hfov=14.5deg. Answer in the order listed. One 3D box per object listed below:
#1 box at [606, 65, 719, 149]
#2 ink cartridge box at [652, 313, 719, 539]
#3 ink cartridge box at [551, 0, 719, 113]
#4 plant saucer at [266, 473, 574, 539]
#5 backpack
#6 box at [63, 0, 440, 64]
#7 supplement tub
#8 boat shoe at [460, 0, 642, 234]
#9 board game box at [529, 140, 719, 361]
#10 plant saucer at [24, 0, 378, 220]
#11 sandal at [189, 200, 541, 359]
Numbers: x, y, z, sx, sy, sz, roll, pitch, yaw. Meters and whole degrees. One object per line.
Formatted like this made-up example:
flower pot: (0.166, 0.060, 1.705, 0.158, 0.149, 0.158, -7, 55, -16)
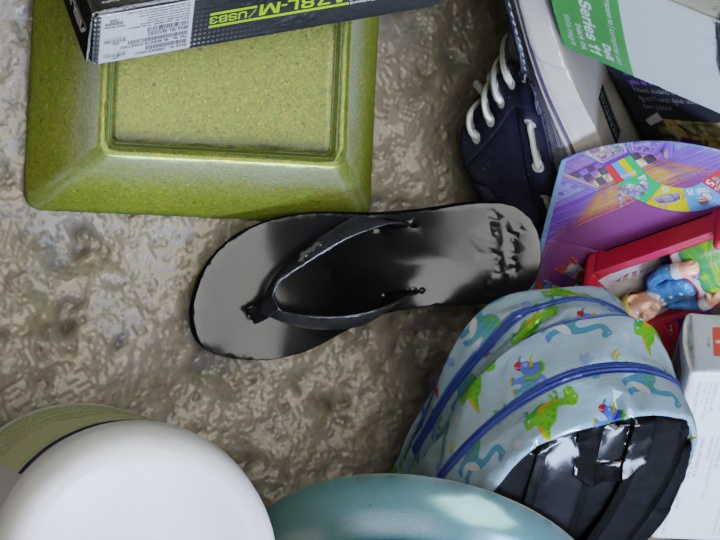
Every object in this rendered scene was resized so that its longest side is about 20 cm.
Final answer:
box: (0.235, -0.090, 1.575, 0.122, 0.106, 0.200, -52, 133, -24)
ink cartridge box: (0.269, 0.091, 1.594, 0.199, 0.162, 0.050, 0, 51, -4)
ink cartridge box: (0.217, -0.151, 1.433, 0.147, 0.200, 0.083, -49, 148, -23)
plant saucer: (0.033, 0.180, 1.528, 0.200, 0.200, 0.027, 26, 48, -17)
backpack: (0.100, 0.102, 1.541, 0.163, 0.200, 0.154, -3, 68, -17)
box: (-0.075, -0.209, 1.497, 0.199, 0.048, 0.193, -12, 55, -18)
supplement tub: (-0.136, 0.143, 1.459, 0.145, 0.200, 0.145, 0, 92, -18)
boat shoe: (0.089, -0.099, 1.552, 0.075, 0.093, 0.200, -64, 141, -47)
board game box: (0.173, 0.013, 1.564, 0.158, 0.200, 0.039, 13, 50, 2)
plant saucer: (-0.078, -0.129, 1.551, 0.199, 0.048, 0.200, 2, 91, -18)
sandal: (0.000, -0.001, 1.562, 0.200, 0.043, 0.076, -14, 97, 1)
